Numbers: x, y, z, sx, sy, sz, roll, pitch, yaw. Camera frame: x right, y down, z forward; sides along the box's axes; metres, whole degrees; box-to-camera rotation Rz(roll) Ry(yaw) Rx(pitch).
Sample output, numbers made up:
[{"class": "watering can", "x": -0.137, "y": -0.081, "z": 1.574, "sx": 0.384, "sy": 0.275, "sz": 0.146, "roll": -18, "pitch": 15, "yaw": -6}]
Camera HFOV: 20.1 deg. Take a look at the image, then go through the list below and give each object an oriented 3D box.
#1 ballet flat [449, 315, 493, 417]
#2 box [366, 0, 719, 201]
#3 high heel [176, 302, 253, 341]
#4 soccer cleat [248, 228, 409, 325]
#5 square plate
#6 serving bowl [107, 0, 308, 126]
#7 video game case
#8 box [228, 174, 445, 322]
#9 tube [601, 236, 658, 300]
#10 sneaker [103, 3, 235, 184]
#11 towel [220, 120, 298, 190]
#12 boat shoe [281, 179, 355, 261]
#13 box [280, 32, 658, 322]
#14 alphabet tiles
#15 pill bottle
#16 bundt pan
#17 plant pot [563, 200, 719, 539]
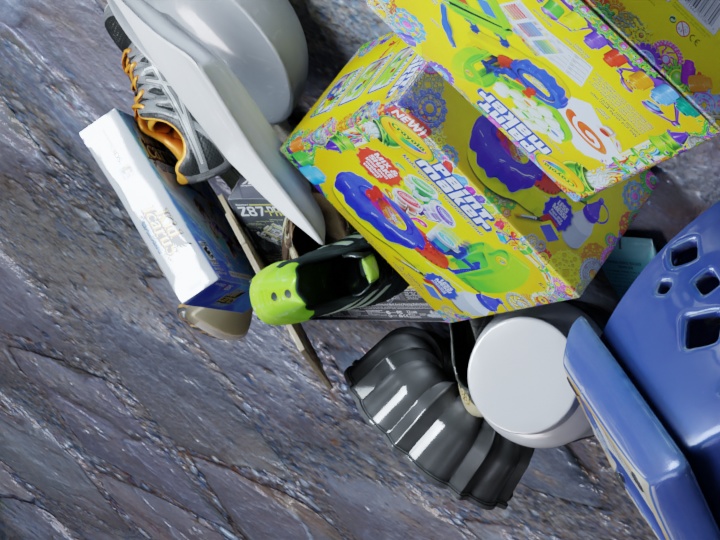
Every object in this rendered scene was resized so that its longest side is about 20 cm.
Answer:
[{"class": "ballet flat", "x": 0.088, "y": 0.055, "z": 1.745, "sx": 0.066, "sy": 0.057, "sz": 0.201, "roll": 42, "pitch": 153, "yaw": 40}, {"class": "box", "x": 0.141, "y": -0.171, "z": 1.294, "sx": 0.200, "sy": 0.122, "sz": 0.192, "roll": 42, "pitch": 157, "yaw": -10}, {"class": "high heel", "x": -0.162, "y": 0.013, "z": 2.026, "sx": 0.142, "sy": 0.199, "sz": 0.072, "roll": 22, "pitch": 108, "yaw": 26}, {"class": "soccer cleat", "x": 0.000, "y": 0.000, "z": 1.635, "sx": 0.081, "sy": 0.199, "sz": 0.068, "roll": -11, "pitch": 98, "yaw": 50}, {"class": "square plate", "x": -0.110, "y": -0.130, "z": 1.629, "sx": 0.201, "sy": 0.028, "sz": 0.198, "roll": 56, "pitch": 172, "yaw": -35}, {"class": "serving bowl", "x": -0.117, "y": -0.212, "z": 1.670, "sx": 0.199, "sy": 0.066, "sz": 0.201, "roll": 32, "pitch": 155, "yaw": 16}, {"class": "video game case", "x": -0.164, "y": -0.051, "z": 1.855, "sx": 0.182, "sy": 0.045, "sz": 0.200, "roll": 57, "pitch": -172, "yaw": 9}, {"class": "box", "x": 0.000, "y": -0.022, "z": 1.804, "sx": 0.199, "sy": 0.049, "sz": 0.162, "roll": 0, "pitch": 138, "yaw": 34}, {"class": "tube", "x": 0.251, "y": 0.050, "z": 1.640, "sx": 0.077, "sy": 0.050, "sz": 0.201, "roll": 0, "pitch": 132, "yaw": 50}, {"class": "sneaker", "x": -0.175, "y": -0.161, "z": 1.801, "sx": 0.200, "sy": 0.077, "sz": 0.078, "roll": 51, "pitch": 162, "yaw": 20}, {"class": "towel", "x": -0.063, "y": -0.081, "z": 1.886, "sx": 0.200, "sy": 0.035, "sz": 0.192, "roll": 49, "pitch": 158, "yaw": -27}, {"class": "boat shoe", "x": -0.039, "y": -0.027, "z": 1.722, "sx": 0.074, "sy": 0.075, "sz": 0.203, "roll": 24, "pitch": 142, "yaw": 9}, {"class": "box", "x": 0.080, "y": -0.081, "z": 1.533, "sx": 0.200, "sy": 0.122, "sz": 0.192, "roll": 45, "pitch": 155, "yaw": -15}, {"class": "alphabet tiles", "x": -0.076, "y": 0.021, "z": 1.838, "sx": 0.167, "sy": 0.006, "sz": 0.200, "roll": 62, "pitch": -179, "yaw": 21}, {"class": "pill bottle", "x": 0.153, "y": 0.082, "z": 1.642, "sx": 0.119, "sy": 0.120, "sz": 0.200, "roll": 31, "pitch": -173, "yaw": 15}, {"class": "bundt pan", "x": 0.085, "y": 0.127, "z": 1.895, "sx": 0.201, "sy": 0.076, "sz": 0.202, "roll": 36, "pitch": -164, "yaw": -12}, {"class": "plant pot", "x": 0.265, "y": 0.103, "z": 1.452, "sx": 0.201, "sy": 0.179, "sz": 0.200, "roll": 59, "pitch": 180, "yaw": -42}]
